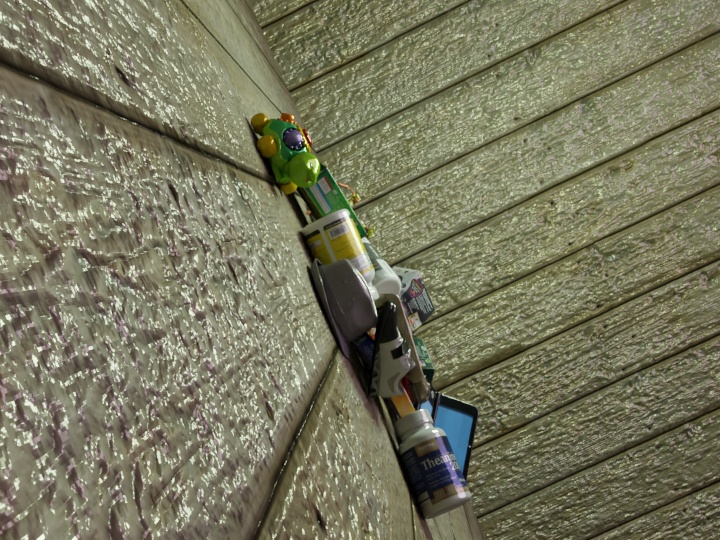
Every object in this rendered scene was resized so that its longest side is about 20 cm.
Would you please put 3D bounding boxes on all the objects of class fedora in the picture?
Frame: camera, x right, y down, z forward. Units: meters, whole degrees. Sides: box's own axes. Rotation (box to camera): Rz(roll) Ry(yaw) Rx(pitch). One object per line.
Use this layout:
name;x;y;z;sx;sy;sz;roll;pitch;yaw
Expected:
fedora;-0.022;0.059;1.418;0.177;0.089;0.203;53;14;-75

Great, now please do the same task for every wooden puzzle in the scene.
wooden puzzle;0.069;0.141;1.551;0.200;0.037;0.189;162;-89;-79

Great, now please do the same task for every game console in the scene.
game console;0.190;0.371;1.697;0.172;0.116;0.203;60;39;-51

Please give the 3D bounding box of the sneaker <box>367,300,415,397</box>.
sneaker;0.068;0.157;1.438;0.074;0.086;0.204;-89;-175;-69

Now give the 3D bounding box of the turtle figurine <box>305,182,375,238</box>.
turtle figurine;-0.048;-0.133;1.878;0.161;0.065;0.199;47;39;7

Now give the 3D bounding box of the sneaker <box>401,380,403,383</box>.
sneaker;0.064;0.237;1.718;0.199;0.076;0.114;17;61;-69

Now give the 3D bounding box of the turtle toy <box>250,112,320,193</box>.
turtle toy;-0.143;-0.236;1.479;0.147;0.100;0.202;62;5;-49

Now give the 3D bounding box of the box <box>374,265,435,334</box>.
box;0.072;0.069;1.879;0.198;0.115;0.134;9;-46;47

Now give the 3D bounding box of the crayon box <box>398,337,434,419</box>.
crayon box;0.131;0.290;1.841;0.128;0.050;0.203;-108;-155;-57

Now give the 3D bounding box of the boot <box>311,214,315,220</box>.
boot;-0.056;-0.112;1.946;0.072;0.089;0.203;-1;-64;64

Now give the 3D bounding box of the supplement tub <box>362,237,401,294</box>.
supplement tub;0.000;0.000;1.752;0.201;0.122;0.123;52;-5;35

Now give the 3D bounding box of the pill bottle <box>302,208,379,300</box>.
pill bottle;-0.037;-0.018;1.545;0.112;0.111;0.203;-49;115;-87

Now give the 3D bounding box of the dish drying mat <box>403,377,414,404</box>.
dish drying mat;0.112;0.251;1.774;0.077;0.018;0.203;99;-11;-58

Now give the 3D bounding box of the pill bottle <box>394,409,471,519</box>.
pill bottle;0.144;0.399;1.519;0.111;0.109;0.203;58;8;-66

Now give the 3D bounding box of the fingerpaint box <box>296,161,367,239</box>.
fingerpaint box;-0.084;-0.165;1.694;0.201;0.073;0.167;57;-7;-32

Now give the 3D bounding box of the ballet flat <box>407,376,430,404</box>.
ballet flat;0.115;0.202;1.638;0.067;0.046;0.204;-176;-113;-75

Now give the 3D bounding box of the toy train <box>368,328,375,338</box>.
toy train;0.005;0.117;1.778;0.201;0.055;0.152;-109;174;-56

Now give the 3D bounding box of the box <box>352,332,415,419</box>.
box;0.043;0.218;1.568;0.119;0.041;0.202;39;-20;57
